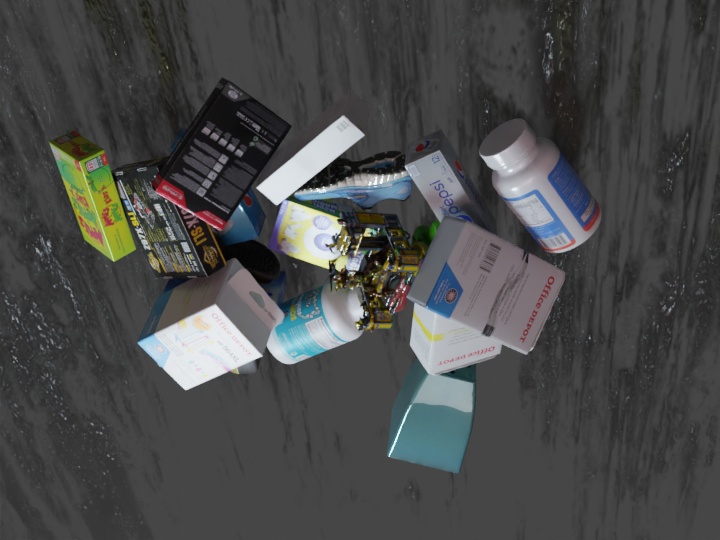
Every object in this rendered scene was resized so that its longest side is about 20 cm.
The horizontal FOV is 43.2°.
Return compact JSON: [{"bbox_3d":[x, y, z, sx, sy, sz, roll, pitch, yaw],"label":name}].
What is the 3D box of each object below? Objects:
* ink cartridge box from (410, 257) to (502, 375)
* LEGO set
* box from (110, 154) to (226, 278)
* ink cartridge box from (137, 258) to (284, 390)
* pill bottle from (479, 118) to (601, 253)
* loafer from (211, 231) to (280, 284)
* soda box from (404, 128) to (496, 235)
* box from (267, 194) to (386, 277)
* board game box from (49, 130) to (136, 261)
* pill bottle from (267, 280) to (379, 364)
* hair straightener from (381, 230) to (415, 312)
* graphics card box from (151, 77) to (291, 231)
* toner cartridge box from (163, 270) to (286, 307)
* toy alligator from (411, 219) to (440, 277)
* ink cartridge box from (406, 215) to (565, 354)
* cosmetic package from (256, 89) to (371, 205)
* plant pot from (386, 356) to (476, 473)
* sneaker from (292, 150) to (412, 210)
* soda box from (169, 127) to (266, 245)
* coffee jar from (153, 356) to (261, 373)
[{"bbox_3d":[0.169,0.066,1.538,0.145,0.083,0.200,-13,132,-19],"label":"ink cartridge box"},{"bbox_3d":[0.000,0.000,1.444,0.116,0.154,0.200,1,142,-22],"label":"LEGO set"},{"bbox_3d":[-0.319,-0.083,1.490,0.160,0.049,0.200,-1,117,47],"label":"box"},{"bbox_3d":[-0.241,0.085,1.513,0.200,0.125,0.129,-25,119,27],"label":"ink cartridge box"},{"bbox_3d":[0.269,-0.130,1.377,0.112,0.112,0.200,-27,120,28],"label":"pill bottle"},{"bbox_3d":[-0.235,-0.019,1.590,0.200,0.073,0.071,20,134,7],"label":"loafer"},{"bbox_3d":[0.145,-0.119,1.436,0.063,0.068,0.200,-22,123,23],"label":"soda box"},{"bbox_3d":[-0.046,-0.058,1.535,0.200,0.048,0.117,17,130,-6],"label":"box"},{"bbox_3d":[-0.445,-0.123,1.518,0.102,0.048,0.200,30,141,38],"label":"board game box"},{"bbox_3d":[-0.068,0.086,1.615,0.200,0.111,0.111,-24,121,25],"label":"pill bottle"},{"bbox_3d":[0.059,-0.005,1.533,0.041,0.077,0.200,-19,153,-15],"label":"hair straightener"},{"bbox_3d":[-0.212,-0.177,1.391,0.125,0.051,0.200,32,95,-27],"label":"graphics card box"},{"bbox_3d":[-0.238,0.035,1.613,0.200,0.095,0.043,6,129,5],"label":"toner cartridge box"},{"bbox_3d":[0.108,-0.012,1.544,0.054,0.059,0.200,38,143,35],"label":"toy alligator"},{"bbox_3d":[0.195,0.023,1.405,0.200,0.084,0.145,26,90,-23],"label":"ink cartridge box"},{"bbox_3d":[-0.072,-0.189,1.410,0.051,0.083,0.200,40,125,-24],"label":"cosmetic package"},{"bbox_3d":[0.145,0.245,1.692,0.141,0.141,0.200,13,124,-1],"label":"plant pot"},{"bbox_3d":[-0.012,-0.127,1.453,0.200,0.078,0.090,-4,132,14],"label":"sneaker"},{"bbox_3d":[-0.230,-0.140,1.488,0.068,0.064,0.200,-12,125,19],"label":"soda box"},{"bbox_3d":[-0.278,0.134,1.696,0.200,0.104,0.085,4,132,6],"label":"coffee jar"}]
